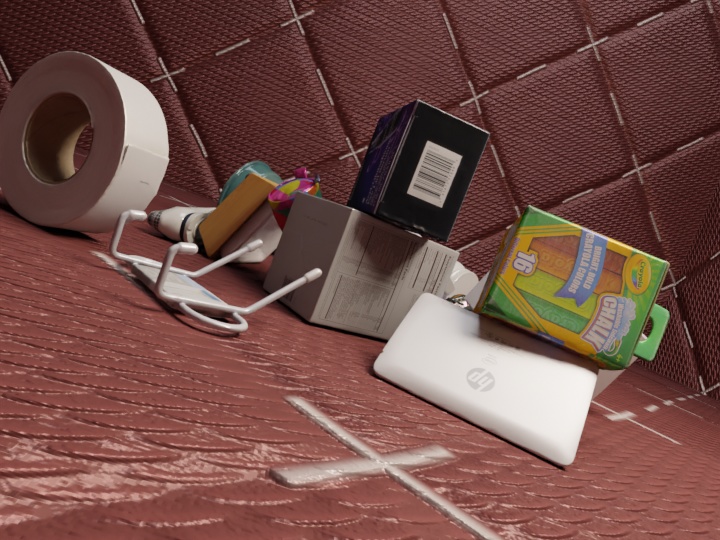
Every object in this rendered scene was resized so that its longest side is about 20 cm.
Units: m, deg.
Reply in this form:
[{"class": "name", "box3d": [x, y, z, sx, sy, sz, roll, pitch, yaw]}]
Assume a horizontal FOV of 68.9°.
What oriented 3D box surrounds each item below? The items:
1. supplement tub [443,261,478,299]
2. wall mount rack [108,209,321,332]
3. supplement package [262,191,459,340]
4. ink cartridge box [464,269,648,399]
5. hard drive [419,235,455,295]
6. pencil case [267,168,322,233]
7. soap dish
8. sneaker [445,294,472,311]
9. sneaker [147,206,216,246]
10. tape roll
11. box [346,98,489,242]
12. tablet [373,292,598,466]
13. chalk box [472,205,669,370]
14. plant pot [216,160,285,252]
[{"class": "supplement tub", "box3d": [0.152, 0.029, 1.194, 0.200, 0.145, 0.144, 25, 6, 42]}, {"class": "wall mount rack", "box3d": [-0.149, -0.002, 0.541, 0.200, 0.075, 0.174, 26, 6, 42]}, {"class": "supplement package", "box3d": [0.000, 0.000, 0.744, 0.200, 0.151, 0.152, 18, 5, -37]}, {"class": "ink cartridge box", "box3d": [0.295, 0.075, 0.804, 0.200, 0.146, 0.147, 39, 10, -16]}, {"class": "hard drive", "box3d": [0.099, -0.046, 1.030, 0.200, 0.027, 0.132, 47, -7, 47]}, {"class": "pencil case", "box3d": [-0.072, -0.053, 0.825, 0.088, 0.088, 0.200, 27, -38, 53]}, {"class": "soap dish", "box3d": [-0.181, -0.089, 0.918, 0.081, 0.157, 0.200, 47, 7, 6]}, {"class": "sneaker", "box3d": [0.167, 0.081, 1.000, 0.200, 0.087, 0.080, 17, 4, -39]}, {"class": "sneaker", "box3d": [-0.295, -0.084, 0.930, 0.080, 0.077, 0.200, 12, 2, 4]}, {"class": "tape roll", "box3d": [-0.329, -0.146, 0.620, 0.202, 0.203, 0.071, 23, 4, 19]}, {"class": "box", "box3d": [0.067, -0.131, 0.717, 0.104, 0.148, 0.200, 20, 4, -14]}, {"class": "tablet", "box3d": [0.127, 0.098, 0.529, 0.200, 0.014, 0.130, 23, 47, 20]}, {"class": "chalk box", "box3d": [0.245, 0.034, 0.588, 0.200, 0.125, 0.124, 23, -7, 9]}, {"class": "plant pot", "box3d": [-0.211, -0.136, 1.286, 0.196, 0.201, 0.200, 31, 7, 20]}]
